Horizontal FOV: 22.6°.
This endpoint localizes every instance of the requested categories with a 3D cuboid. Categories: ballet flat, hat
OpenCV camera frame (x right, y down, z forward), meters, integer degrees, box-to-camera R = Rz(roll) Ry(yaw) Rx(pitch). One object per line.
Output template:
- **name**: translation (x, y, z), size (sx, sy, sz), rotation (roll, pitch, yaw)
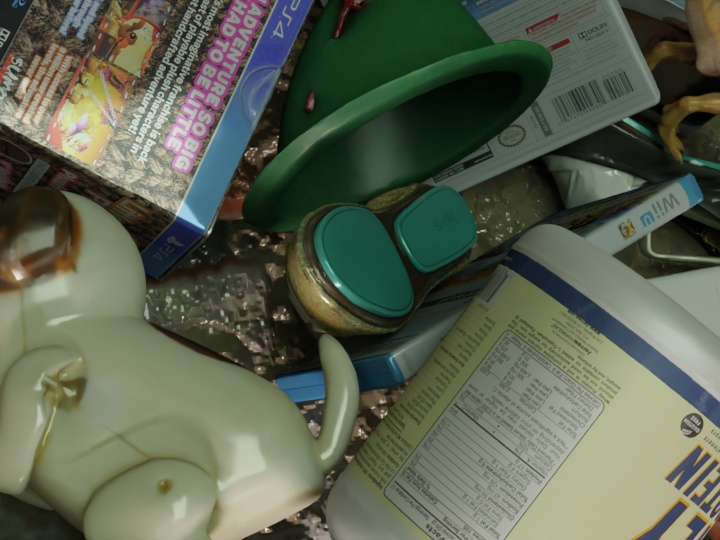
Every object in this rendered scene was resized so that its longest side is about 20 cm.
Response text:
- **ballet flat**: translation (0.000, 0.000, 0.905), size (0.071, 0.070, 0.200), rotation (60, 25, 2)
- **ballet flat**: translation (0.162, -0.047, 1.030), size (0.199, 0.068, 0.069), rotation (23, 82, -15)
- **hat**: translation (-0.006, -0.143, 0.925), size (0.199, 0.166, 0.177), rotation (-26, 77, -4)

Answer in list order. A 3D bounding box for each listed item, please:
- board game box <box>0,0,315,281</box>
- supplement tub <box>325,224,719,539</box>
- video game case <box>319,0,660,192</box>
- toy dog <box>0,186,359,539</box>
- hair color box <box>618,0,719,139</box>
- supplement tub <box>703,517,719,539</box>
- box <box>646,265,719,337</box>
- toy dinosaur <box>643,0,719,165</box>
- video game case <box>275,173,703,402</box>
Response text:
- **board game box**: translation (-0.144, -0.118, 0.907), size (0.199, 0.097, 0.160), rotation (29, 68, -12)
- **supplement tub**: translation (0.075, 0.098, 0.799), size (0.145, 0.145, 0.201), rotation (37, 90, -9)
- **video game case**: translation (0.054, -0.149, 0.957), size (0.201, 0.142, 0.018), rotation (61, 19, -17)
- **toy dog**: translation (-0.119, 0.054, 0.841), size (0.194, 0.140, 0.200), rotation (-39, 79, 6)
- **hair color box**: translation (0.134, -0.160, 1.023), size (0.199, 0.099, 0.061), rotation (25, 60, -14)
- **supplement tub**: translation (0.102, 0.192, 0.919), size (0.199, 0.107, 0.108), rotation (-14, 82, -22)
- **box**: translation (0.163, 0.058, 0.968), size (0.198, 0.124, 0.098), rotation (-9, 80, -22)
- **toy dinosaur**: translation (0.196, -0.116, 0.967), size (0.200, 0.106, 0.061), rotation (34, 39, -42)
- **video game case**: translation (0.064, 0.010, 0.931), size (0.199, 0.143, 0.018), rotation (-30, 95, -25)
